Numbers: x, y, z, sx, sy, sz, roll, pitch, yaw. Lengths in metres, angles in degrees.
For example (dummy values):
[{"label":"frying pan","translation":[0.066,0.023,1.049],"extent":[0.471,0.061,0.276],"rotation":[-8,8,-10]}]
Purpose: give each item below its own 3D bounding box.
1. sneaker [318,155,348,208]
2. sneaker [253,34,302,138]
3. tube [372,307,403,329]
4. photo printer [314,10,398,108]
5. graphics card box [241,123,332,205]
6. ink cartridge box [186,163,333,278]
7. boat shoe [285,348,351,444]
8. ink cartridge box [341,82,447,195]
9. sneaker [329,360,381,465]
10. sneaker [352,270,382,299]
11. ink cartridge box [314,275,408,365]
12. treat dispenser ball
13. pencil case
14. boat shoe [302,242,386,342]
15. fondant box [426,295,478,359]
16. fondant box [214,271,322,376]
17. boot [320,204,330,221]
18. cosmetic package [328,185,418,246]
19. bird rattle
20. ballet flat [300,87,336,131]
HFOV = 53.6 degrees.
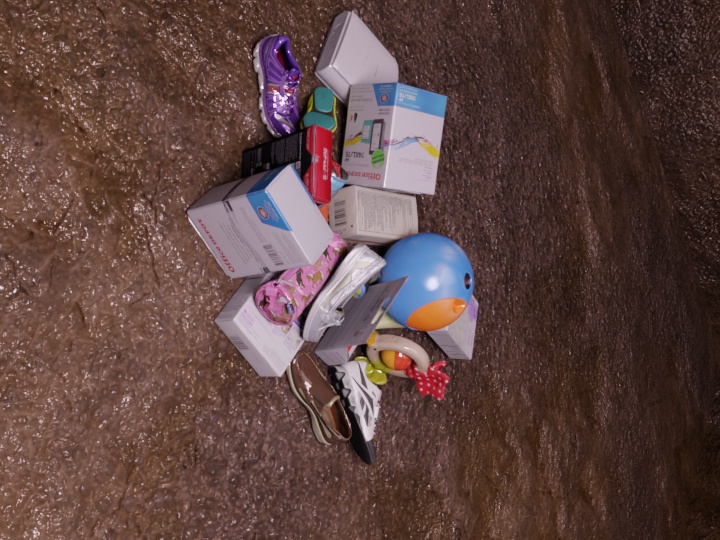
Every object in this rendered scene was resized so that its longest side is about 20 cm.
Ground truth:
[{"label":"sneaker","translation":[-0.095,-0.176,1.291],"extent":[0.079,0.200,0.096],"rotation":[28,104,-27]},{"label":"sneaker","translation":[-0.144,-0.337,1.327],"extent":[0.080,0.083,0.202],"rotation":[-24,105,-47]},{"label":"tube","translation":[0.058,0.096,1.525],"extent":[0.199,0.058,0.053],"rotation":[5,96,-48]},{"label":"photo printer","translation":[0.003,-0.421,1.518],"extent":[0.200,0.069,0.168],"rotation":[39,57,-38]},{"label":"graphics card box","translation":[-0.130,-0.164,1.231],"extent":[0.051,0.199,0.127],"rotation":[10,76,-46]},{"label":"ink cartridge box","translation":[-0.167,-0.076,1.176],"extent":[0.147,0.199,0.086],"rotation":[59,46,-25]},{"label":"boat shoe","translation":[-0.070,0.235,1.337],"extent":[0.075,0.074,0.204],"rotation":[-43,116,-43]},{"label":"ink cartridge box","translation":[0.065,-0.263,1.443],"extent":[0.145,0.146,0.202],"rotation":[2,97,-41]},{"label":"sneaker","translation":[0.012,0.271,1.383],"extent":[0.088,0.074,0.202],"rotation":[-14,85,-28]},{"label":"sneaker","translation":[0.000,0.000,1.381],"extent":[0.071,0.082,0.200],"rotation":[55,6,-5]},{"label":"ink cartridge box","translation":[0.011,0.097,1.341],"extent":[0.057,0.199,0.163],"rotation":[45,62,-21]},{"label":"treat dispenser ball","translation":[0.132,0.023,1.458],"extent":[0.200,0.200,0.203],"rotation":[9,78,-48]},{"label":"pencil case","translation":[-0.098,0.009,1.246],"extent":[0.083,0.086,0.200],"rotation":[52,46,-10]},{"label":"boat shoe","translation":[-0.033,0.048,1.259],"extent":[0.203,0.065,0.074],"rotation":[-56,172,6]},{"label":"fondant box","translation":[0.213,0.104,1.644],"extent":[0.200,0.058,0.146],"rotation":[48,48,-56]},{"label":"fondant box","translation":[-0.151,0.069,1.281],"extent":[0.145,0.058,0.201],"rotation":[56,48,-27]},{"label":"boot","translation":[-0.084,-0.090,1.374],"extent":[0.107,0.074,0.202],"rotation":[-40,113,-49]},{"label":"cosmetic package","translation":[0.026,-0.109,1.488],"extent":[0.199,0.087,0.105],"rotation":[5,79,-47]},{"label":"bird rattle","translation":[0.080,0.187,1.425],"extent":[0.113,0.198,0.164],"rotation":[-61,156,-27]},{"label":"ballet flat","translation":[-0.079,-0.283,1.372],"extent":[0.201,0.066,0.067],"rotation":[-85,-171,-52]}]
